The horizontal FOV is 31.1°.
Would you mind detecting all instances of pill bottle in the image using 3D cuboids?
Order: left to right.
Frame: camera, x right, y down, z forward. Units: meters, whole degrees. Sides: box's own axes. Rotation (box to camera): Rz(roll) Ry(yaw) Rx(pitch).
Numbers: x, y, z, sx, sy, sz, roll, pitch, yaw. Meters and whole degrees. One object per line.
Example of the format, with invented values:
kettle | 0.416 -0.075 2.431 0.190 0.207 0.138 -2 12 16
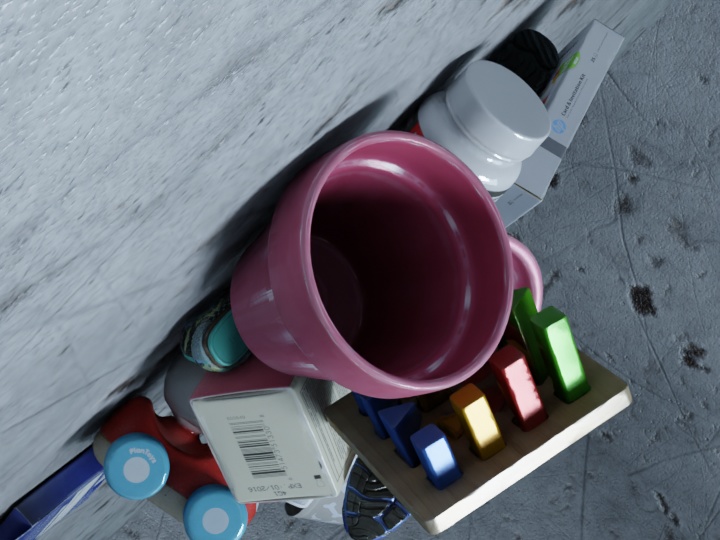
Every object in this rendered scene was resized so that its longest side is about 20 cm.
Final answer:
pill bottle | 0.077 -0.094 1.209 0.200 0.114 0.114 -47 175 36

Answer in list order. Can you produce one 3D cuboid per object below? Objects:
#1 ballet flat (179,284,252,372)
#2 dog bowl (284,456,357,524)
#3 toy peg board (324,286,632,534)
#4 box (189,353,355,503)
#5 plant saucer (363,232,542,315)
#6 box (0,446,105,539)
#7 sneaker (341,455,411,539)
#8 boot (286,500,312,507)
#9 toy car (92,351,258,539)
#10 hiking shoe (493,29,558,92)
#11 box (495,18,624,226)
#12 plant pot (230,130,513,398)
ballet flat | -0.093 0.022 1.201 0.200 0.074 0.074 -39 174 -36
dog bowl | -0.015 0.185 1.413 0.200 0.059 0.200 -62 -169 21
toy peg board | 0.079 0.083 1.075 0.199 0.098 0.200 -31 -149 -13
box | -0.061 0.107 1.230 0.109 0.128 0.200 -9 -152 23
plant saucer | 0.075 0.041 1.207 0.200 0.051 0.201 -15 126 -22
box | -0.333 0.253 1.360 0.121 0.032 0.200 -47 177 36
sneaker | 0.030 0.185 1.240 0.200 0.075 0.078 -61 178 -46
boot | -0.073 0.171 1.379 0.096 0.074 0.200 -61 -155 4
toy car | -0.147 0.150 1.298 0.200 0.177 0.184 -56 -172 -4
hiking shoe | 0.125 -0.156 1.328 0.200 0.074 0.087 -43 176 -8
box | 0.183 -0.140 1.315 0.200 0.041 0.156 -60 -175 -17
plant pot | -0.007 0.009 1.034 0.200 0.200 0.179 -41 -169 -34
